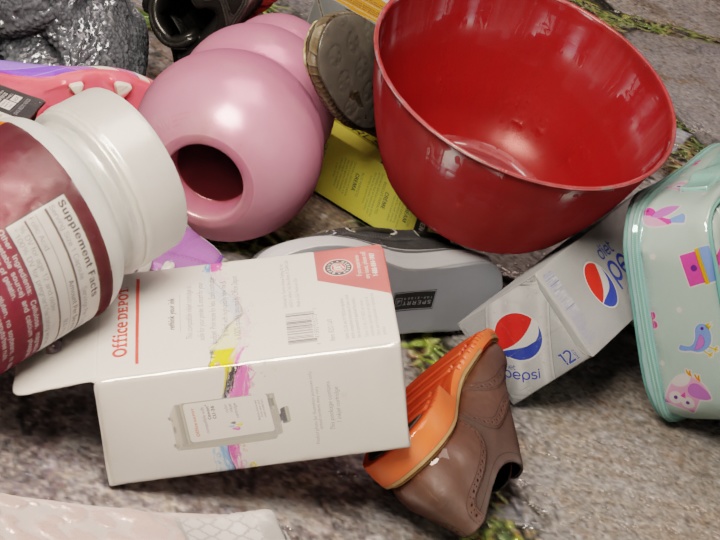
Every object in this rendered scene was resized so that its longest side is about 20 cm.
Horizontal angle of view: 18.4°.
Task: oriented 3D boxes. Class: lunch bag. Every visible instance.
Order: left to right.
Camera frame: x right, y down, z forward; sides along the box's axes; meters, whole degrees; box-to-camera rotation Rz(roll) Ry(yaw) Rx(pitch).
[{"bbox_3d":[0.239,0.000,1.434,0.077,0.161,0.200,-6,14,31],"label":"lunch bag"}]

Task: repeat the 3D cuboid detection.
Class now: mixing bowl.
[{"bbox_3d":[0.088,-0.084,1.413,0.200,0.109,0.200,13,43,-12],"label":"mixing bowl"}]

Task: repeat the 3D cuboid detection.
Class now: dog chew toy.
[{"bbox_3d":[-0.071,-0.104,1.456,0.124,0.125,0.200,21,34,5],"label":"dog chew toy"}]

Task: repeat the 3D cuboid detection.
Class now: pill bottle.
[{"bbox_3d":[-0.193,-0.008,1.132,0.200,0.114,0.114,-33,53,-30],"label":"pill bottle"}]

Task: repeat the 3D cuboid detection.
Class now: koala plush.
[{"bbox_3d":[-0.213,-0.229,1.535,0.183,0.200,0.177,25,25,11],"label":"koala plush"}]

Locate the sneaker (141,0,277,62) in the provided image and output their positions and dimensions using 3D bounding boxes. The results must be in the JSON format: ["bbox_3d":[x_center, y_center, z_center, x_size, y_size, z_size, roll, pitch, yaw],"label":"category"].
[{"bbox_3d":[-0.113,-0.177,1.562,0.098,0.200,0.071,-34,82,-25],"label":"sneaker"}]

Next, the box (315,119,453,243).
[{"bbox_3d":[-0.009,-0.084,1.561,0.200,0.050,0.075,32,29,26],"label":"box"}]

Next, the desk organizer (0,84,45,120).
[{"bbox_3d":[-0.253,-0.044,1.283,0.072,0.077,0.200,20,25,2],"label":"desk organizer"}]

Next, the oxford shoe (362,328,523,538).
[{"bbox_3d":[0.056,0.093,1.261,0.073,0.071,0.200,47,24,-4],"label":"oxford shoe"}]

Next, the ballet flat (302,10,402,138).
[{"bbox_3d":[0.003,-0.122,1.460,0.046,0.068,0.200,16,-3,26],"label":"ballet flat"}]

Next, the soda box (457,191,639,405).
[{"bbox_3d":[0.140,0.015,1.427,0.064,0.068,0.200,56,32,1],"label":"soda box"}]

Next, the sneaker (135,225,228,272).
[{"bbox_3d":[-0.148,0.003,1.272,0.114,0.073,0.200,33,29,20],"label":"sneaker"}]

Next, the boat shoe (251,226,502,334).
[{"bbox_3d":[0.000,0.000,1.384,0.200,0.070,0.066,-3,28,-40],"label":"boat shoe"}]

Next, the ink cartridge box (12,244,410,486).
[{"bbox_3d":[-0.079,0.051,1.184,0.199,0.068,0.117,-6,27,-1],"label":"ink cartridge box"}]

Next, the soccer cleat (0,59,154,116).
[{"bbox_3d":[-0.211,-0.113,1.469,0.200,0.067,0.076,2,24,-28],"label":"soccer cleat"}]

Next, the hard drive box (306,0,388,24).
[{"bbox_3d":[0.068,-0.166,1.750,0.156,0.077,0.200,31,27,22],"label":"hard drive box"}]

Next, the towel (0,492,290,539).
[{"bbox_3d":[-0.095,0.170,1.022,0.191,0.032,0.200,5,28,-26],"label":"towel"}]
